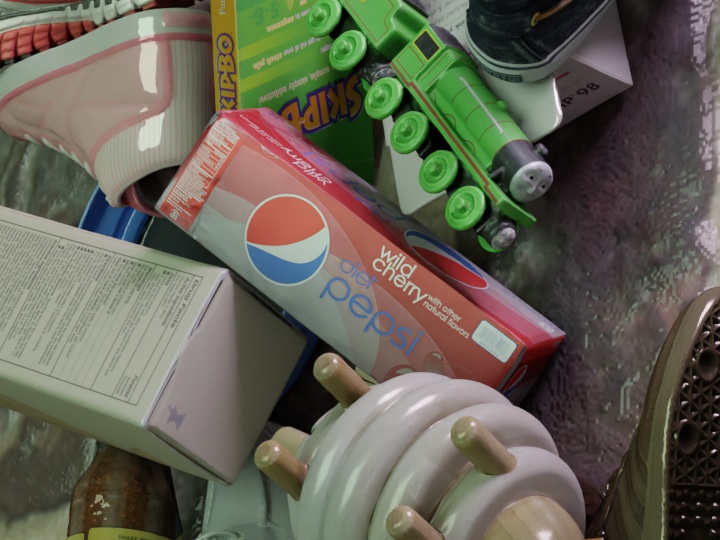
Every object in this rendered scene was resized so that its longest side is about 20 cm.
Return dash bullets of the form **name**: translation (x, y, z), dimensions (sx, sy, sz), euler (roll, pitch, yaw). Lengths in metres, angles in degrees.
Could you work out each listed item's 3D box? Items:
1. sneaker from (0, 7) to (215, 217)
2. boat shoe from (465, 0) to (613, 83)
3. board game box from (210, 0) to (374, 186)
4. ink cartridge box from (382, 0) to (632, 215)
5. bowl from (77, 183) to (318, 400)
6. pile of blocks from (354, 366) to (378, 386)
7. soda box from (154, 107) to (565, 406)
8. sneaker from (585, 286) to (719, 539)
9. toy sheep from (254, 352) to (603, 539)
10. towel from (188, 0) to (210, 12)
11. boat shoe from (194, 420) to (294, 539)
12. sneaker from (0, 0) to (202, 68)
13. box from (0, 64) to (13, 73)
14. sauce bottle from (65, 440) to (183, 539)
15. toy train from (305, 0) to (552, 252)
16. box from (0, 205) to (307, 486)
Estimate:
- **sneaker**: translation (-0.143, -0.073, 1.577), dimensions (0.200, 0.075, 0.105), euler (-17, 80, 53)
- **boat shoe**: translation (0.118, -0.185, 1.343), dimensions (0.071, 0.091, 0.200), euler (29, 71, 18)
- **board game box**: translation (-0.036, -0.136, 1.489), dimensions (0.030, 0.095, 0.201), euler (0, 96, 47)
- **ink cartridge box**: translation (0.067, -0.128, 1.440), dimensions (0.116, 0.067, 0.201), euler (-30, 57, 36)
- **bowl**: translation (-0.089, 0.003, 1.579), dimensions (0.200, 0.039, 0.201), euler (-19, 64, 42)
- **pile of blocks**: translation (0.019, 0.124, 1.406), dimensions (0.082, 0.062, 0.200), euler (-45, 48, 26)
- **soda box**: translation (0.000, 0.000, 1.401), dimensions (0.200, 0.070, 0.063), euler (38, 106, 15)
- **sneaker**: translation (0.134, 0.104, 1.287), dimensions (0.075, 0.070, 0.201), euler (0, 75, 52)
- **toy sheep**: translation (0.027, 0.106, 1.295), dimensions (0.200, 0.138, 0.138), euler (29, 98, 44)
- **towel**: translation (-0.059, -0.166, 1.613), dimensions (0.200, 0.034, 0.133), euler (-16, 67, 42)
- **boat shoe**: translation (-0.060, 0.168, 1.469), dimensions (0.072, 0.068, 0.201), euler (-23, 61, 40)
- **sneaker**: translation (-0.148, -0.173, 1.583), dimensions (0.199, 0.078, 0.082), euler (-16, 93, 16)
- **box**: translation (-0.213, -0.236, 1.744), dimensions (0.152, 0.106, 0.201), euler (-7, 72, 45)
- **sauce bottle**: translation (-0.125, 0.150, 1.493), dimensions (0.066, 0.066, 0.201), euler (-14, 61, 43)
- **toy train**: translation (0.035, -0.085, 1.381), dimensions (0.056, 0.042, 0.200), euler (-46, 47, 12)
- **box**: translation (-0.134, 0.036, 1.471), dimensions (0.200, 0.078, 0.095), euler (17, 73, 44)
